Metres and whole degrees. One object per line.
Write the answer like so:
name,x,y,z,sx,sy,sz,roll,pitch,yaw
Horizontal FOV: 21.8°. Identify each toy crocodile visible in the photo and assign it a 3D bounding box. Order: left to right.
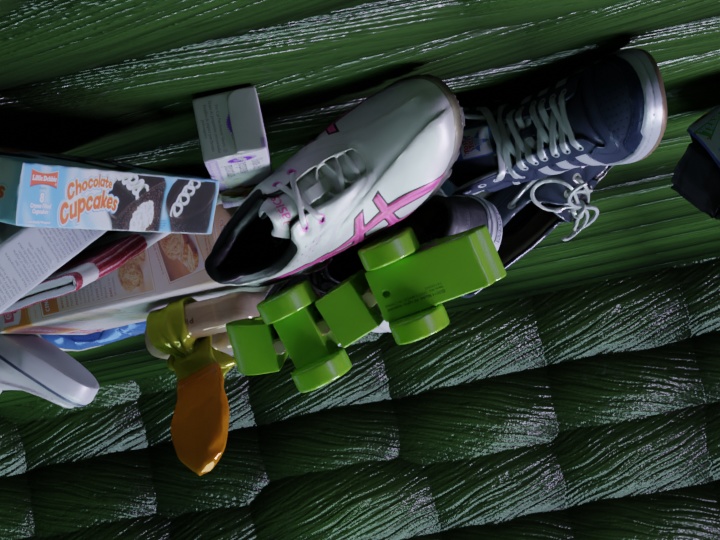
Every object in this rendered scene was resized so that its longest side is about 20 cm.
toy crocodile,0.000,0.022,1.202,0.200,0.068,0.062,-26,-173,21

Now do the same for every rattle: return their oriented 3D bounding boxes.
rattle,-0.090,0.087,1.533,0.130,0.143,0.200,-30,164,6

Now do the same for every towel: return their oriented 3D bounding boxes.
towel,-0.180,-0.014,1.327,0.144,0.023,0.200,-17,-167,40

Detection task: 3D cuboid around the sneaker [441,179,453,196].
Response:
sneaker,0.004,-0.045,1.433,0.199,0.080,0.096,-13,172,14

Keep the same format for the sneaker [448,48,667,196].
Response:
sneaker,0.116,-0.093,1.225,0.108,0.070,0.200,-11,178,-19

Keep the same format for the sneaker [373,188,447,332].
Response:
sneaker,0.030,-0.018,1.353,0.099,0.078,0.200,-3,147,16

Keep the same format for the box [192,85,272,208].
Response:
box,-0.077,-0.074,1.178,0.039,0.042,0.200,-12,173,-2

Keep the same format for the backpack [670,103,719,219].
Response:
backpack,0.333,-0.062,1.413,0.154,0.200,0.190,-45,156,14

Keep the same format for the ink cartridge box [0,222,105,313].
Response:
ink cartridge box,-0.274,0.012,1.245,0.196,0.043,0.200,-17,-162,46

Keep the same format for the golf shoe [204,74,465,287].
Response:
golf shoe,-0.016,-0.046,1.159,0.200,0.073,0.092,-40,173,35

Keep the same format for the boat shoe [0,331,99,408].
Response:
boat shoe,-0.307,0.072,1.525,0.200,0.066,0.074,27,-174,15

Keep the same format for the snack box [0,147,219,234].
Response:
snack box,-0.181,-0.048,1.068,0.116,0.037,0.200,10,-176,25

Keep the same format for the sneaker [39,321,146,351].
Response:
sneaker,-0.195,0.022,1.685,0.199,0.077,0.111,-14,-179,-14

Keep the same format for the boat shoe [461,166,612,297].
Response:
boat shoe,0.137,-0.056,1.381,0.200,0.062,0.075,-35,146,13

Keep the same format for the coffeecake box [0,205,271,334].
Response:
coffeecake box,-0.178,-0.001,1.526,0.199,0.073,0.153,-13,174,17

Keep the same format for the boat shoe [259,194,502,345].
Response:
boat shoe,0.000,0.000,1.257,0.200,0.070,0.066,-21,159,32
